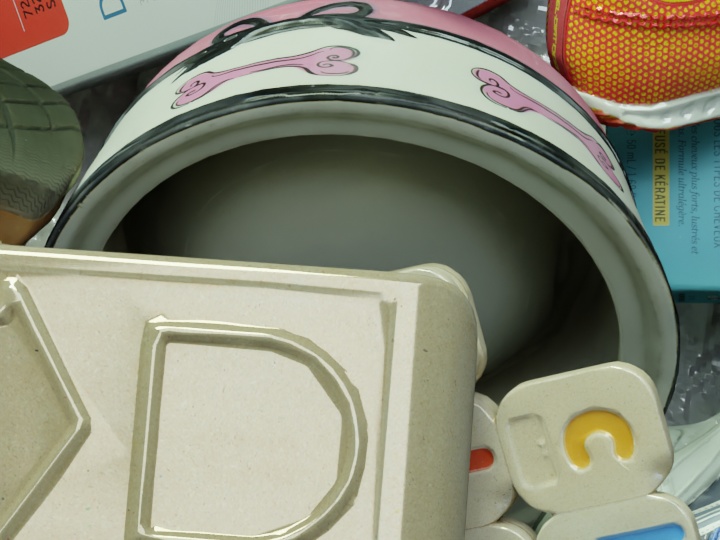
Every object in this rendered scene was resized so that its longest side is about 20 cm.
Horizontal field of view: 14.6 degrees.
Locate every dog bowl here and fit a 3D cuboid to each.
[{"bbox_3d":[0.000,0.000,0.888,0.200,0.200,0.074,10,42,-5],"label":"dog bowl"}]

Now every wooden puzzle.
[{"bbox_3d":[-0.072,0.088,0.798,0.200,0.046,0.185,5,79,-2],"label":"wooden puzzle"}]

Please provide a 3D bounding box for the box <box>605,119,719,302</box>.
[{"bbox_3d":[0.184,-0.030,0.954,0.200,0.049,0.082,0,86,6],"label":"box"}]

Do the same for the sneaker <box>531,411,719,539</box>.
[{"bbox_3d":[0.148,0.067,0.878,0.200,0.077,0.085,-40,57,-12],"label":"sneaker"}]

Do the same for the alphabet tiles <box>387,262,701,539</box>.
[{"bbox_3d":[0.011,0.101,0.850,0.195,0.015,0.200,-14,98,21],"label":"alphabet tiles"}]

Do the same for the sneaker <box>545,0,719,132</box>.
[{"bbox_3d":[0.152,-0.101,0.913,0.200,0.077,0.073,-18,30,-27],"label":"sneaker"}]

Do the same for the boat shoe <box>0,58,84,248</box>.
[{"bbox_3d":[-0.146,-0.040,0.901,0.076,0.200,0.074,18,103,-27],"label":"boat shoe"}]

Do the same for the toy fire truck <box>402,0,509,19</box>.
[{"bbox_3d":[0.022,-0.172,1.033,0.200,0.112,0.168,-28,95,-21],"label":"toy fire truck"}]

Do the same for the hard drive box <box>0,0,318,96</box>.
[{"bbox_3d":[-0.048,-0.155,0.919,0.077,0.200,0.156,-26,97,-49],"label":"hard drive box"}]
